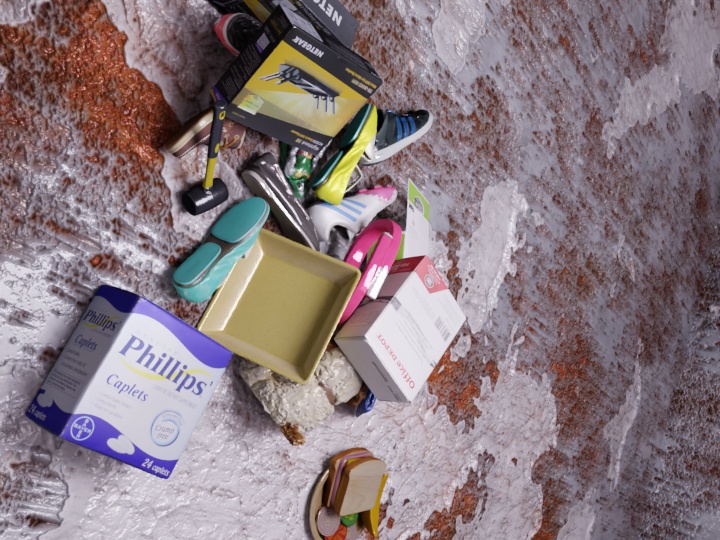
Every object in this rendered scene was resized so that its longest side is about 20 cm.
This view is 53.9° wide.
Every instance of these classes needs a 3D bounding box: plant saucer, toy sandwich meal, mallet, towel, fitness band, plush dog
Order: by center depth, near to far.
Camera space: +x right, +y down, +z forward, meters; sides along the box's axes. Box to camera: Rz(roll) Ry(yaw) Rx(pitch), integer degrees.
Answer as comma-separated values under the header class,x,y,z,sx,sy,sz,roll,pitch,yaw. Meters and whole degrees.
class,x,y,z,sx,sy,sz,roll,pitch,yaw
mallet,-0.202,-0.160,1.000,0.066,0.041,0.200,-31,158,-43
plant saucer,-0.124,0.056,1.113,0.201,0.199,0.049,-63,166,-17
plush dog,-0.074,0.187,1.156,0.171,0.160,0.201,-37,123,-11
fitness band,0.000,0.000,1.174,0.037,0.143,0.201,34,69,-19
towel,0.028,0.197,1.295,0.200,0.024,0.146,108,4,-75
toy sandwich meal,-0.014,0.440,1.351,0.204,0.070,0.207,-10,103,-45

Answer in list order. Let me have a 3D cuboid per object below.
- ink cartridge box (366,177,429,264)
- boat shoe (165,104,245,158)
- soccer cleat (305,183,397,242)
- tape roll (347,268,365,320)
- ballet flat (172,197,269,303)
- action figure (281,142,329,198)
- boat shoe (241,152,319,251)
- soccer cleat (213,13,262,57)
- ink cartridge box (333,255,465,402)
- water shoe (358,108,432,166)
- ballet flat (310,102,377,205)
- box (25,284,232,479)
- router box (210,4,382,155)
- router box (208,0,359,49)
class,x,y,z,sx,sy,sz,roll,pitch,yaw
ink cartridge box,0.074,-0.052,1.332,0.148,0.075,0.202,34,58,-64
boat shoe,-0.197,-0.212,1.045,0.200,0.072,0.072,-48,116,-38
soccer cleat,-0.011,-0.099,1.262,0.199,0.070,0.087,-16,92,-36
tape roll,-0.054,0.082,1.266,0.200,0.048,0.202,-9,103,-45
ballet flat,-0.209,-0.028,1.084,0.200,0.067,0.071,-51,153,-28
action figure,-0.091,-0.219,1.177,0.118,0.054,0.202,5,97,-50
boat shoe,-0.114,-0.105,1.158,0.057,0.067,0.200,-50,126,-20
soccer cleat,-0.135,-0.323,1.080,0.199,0.073,0.069,29,92,-41
ink cartridge box,0.068,0.095,1.166,0.200,0.083,0.147,-50,117,-34
water shoe,0.063,-0.269,1.314,0.200,0.071,0.079,-42,119,-34
ballet flat,-0.014,-0.194,1.212,0.067,0.067,0.201,40,66,-22
box,-0.308,0.153,0.969,0.184,0.104,0.201,41,67,-43
router box,-0.087,-0.261,1.008,0.157,0.052,0.199,-44,148,24
router box,-0.123,-0.389,1.034,0.200,0.157,0.053,34,68,-45
